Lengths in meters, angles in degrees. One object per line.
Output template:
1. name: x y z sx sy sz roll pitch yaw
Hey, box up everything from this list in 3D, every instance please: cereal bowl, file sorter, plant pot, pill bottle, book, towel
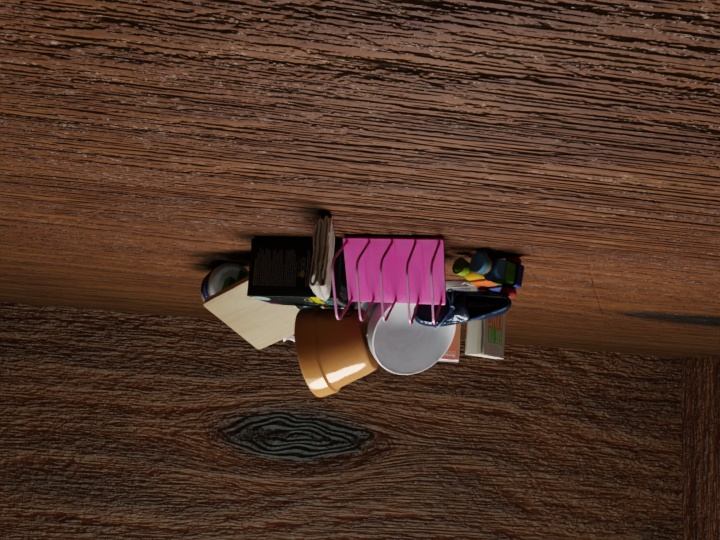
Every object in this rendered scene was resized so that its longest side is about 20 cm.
1. cereal bowl: 0.101 0.119 1.486 0.199 0.201 0.083 9 -161 -28
2. file sorter: 0.054 0.022 1.313 0.199 0.140 0.126 2 -155 15
3. plant pot: -0.045 0.167 1.525 0.139 0.201 0.200 -14 166 14
4. pill bottle: -0.364 0.048 1.843 0.115 0.116 0.200 8 169 -21
5. book: 0.303 0.104 1.630 0.048 0.201 0.133 -3 168 36
6. towel: -0.070 -0.021 1.263 0.034 0.133 0.200 5 170 1

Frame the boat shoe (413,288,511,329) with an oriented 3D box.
1. boat shoe: 0.205 0.066 1.395 0.199 0.085 0.069 -13 171 -3

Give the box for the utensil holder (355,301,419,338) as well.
1. utensil holder: 0.085 0.106 1.665 0.169 0.171 0.200 1 -167 19

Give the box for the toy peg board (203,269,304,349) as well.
1. toy peg board: -0.239 0.073 1.696 0.199 0.098 0.199 -25 126 31

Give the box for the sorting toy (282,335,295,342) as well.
1. sorting toy: -0.186 0.118 1.983 0.106 0.181 0.200 0 169 24

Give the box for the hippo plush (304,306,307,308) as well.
1. hippo plush: -0.168 0.076 1.785 0.199 0.162 0.159 3 171 6

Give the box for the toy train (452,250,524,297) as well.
1. toy train: 0.241 0.007 1.477 0.115 0.085 0.200 22 163 -29

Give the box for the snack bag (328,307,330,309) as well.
1. snack bag: -0.057 0.093 1.794 0.021 0.189 0.200 33 169 -7

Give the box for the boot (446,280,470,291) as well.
1. boot: 0.268 0.075 1.803 0.073 0.091 0.199 13 167 -42

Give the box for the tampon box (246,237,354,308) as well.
1. tampon box: -0.120 0.008 1.468 0.199 0.127 0.150 1 170 14

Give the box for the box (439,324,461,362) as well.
1. box: 0.216 0.161 1.999 0.151 0.201 0.106 2 170 8
